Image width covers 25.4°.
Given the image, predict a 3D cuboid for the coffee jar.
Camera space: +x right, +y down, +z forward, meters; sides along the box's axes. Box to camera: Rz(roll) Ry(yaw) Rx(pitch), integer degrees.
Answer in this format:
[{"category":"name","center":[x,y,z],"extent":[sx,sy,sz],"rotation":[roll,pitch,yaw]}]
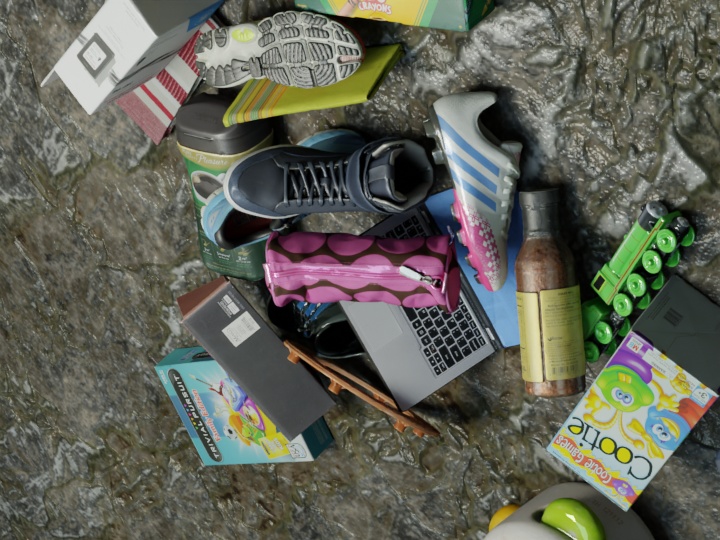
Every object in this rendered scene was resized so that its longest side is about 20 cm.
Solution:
[{"category":"coffee jar","center":[-0.138,-0.095,1.751],"extent":[0.104,0.085,0.201],"rotation":[15,129,33]}]

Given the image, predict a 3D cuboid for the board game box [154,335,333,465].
[{"category":"board game box","center":[-0.146,0.165,1.973],"extent":[0.199,0.047,0.152],"rotation":[-9,113,42]}]

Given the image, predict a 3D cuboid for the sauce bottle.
[{"category":"sauce bottle","center":[0.184,0.021,1.557],"extent":[0.066,0.066,0.202],"rotation":[2,98,38]}]

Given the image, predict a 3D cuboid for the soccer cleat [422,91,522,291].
[{"category":"soccer cleat","center":[0.125,-0.078,1.549],"extent":[0.086,0.070,0.201],"rotation":[-17,106,5]}]

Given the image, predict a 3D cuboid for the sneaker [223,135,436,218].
[{"category":"sneaker","center":[-0.025,-0.091,1.558],"extent":[0.146,0.201,0.078],"rotation":[179,89,-74]}]

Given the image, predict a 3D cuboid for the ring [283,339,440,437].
[{"category":"ring","center":[-0.001,0.134,1.754],"extent":[0.200,0.019,0.200],"rotation":[32,180,0]}]

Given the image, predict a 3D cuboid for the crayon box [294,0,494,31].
[{"category":"crayon box","center":[0.024,-0.299,1.492],"extent":[0.199,0.058,0.120],"rotation":[13,127,32]}]

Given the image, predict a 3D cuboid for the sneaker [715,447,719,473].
[{"category":"sneaker","center":[0.391,0.120,1.503],"extent":[0.082,0.070,0.200],"rotation":[56,137,16]}]

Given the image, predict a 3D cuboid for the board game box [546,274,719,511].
[{"category":"board game box","center":[0.282,0.122,1.552],"extent":[0.103,0.105,0.201],"rotation":[37,137,11]}]

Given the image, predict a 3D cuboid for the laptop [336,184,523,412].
[{"category":"laptop","center":[0.093,0.024,1.633],"extent":[0.188,0.199,0.116],"rotation":[60,170,-12]}]

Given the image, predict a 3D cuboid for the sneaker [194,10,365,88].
[{"category":"sneaker","center":[-0.074,-0.229,1.604],"extent":[0.199,0.085,0.078],"rotation":[5,112,33]}]

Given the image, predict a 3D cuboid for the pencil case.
[{"category":"pencil case","center":[0.000,0.000,1.586],"extent":[0.198,0.094,0.092],"rotation":[0,109,11]}]

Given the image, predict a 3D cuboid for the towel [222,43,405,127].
[{"category":"towel","center":[-0.050,-0.185,1.616],"extent":[0.199,0.086,0.018],"rotation":[-4,133,40]}]

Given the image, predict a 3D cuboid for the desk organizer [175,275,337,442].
[{"category":"desk organizer","center":[-0.120,0.092,1.815],"extent":[0.200,0.072,0.077],"rotation":[50,-179,-24]}]

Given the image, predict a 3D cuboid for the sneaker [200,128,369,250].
[{"category":"sneaker","center":[-0.071,-0.073,1.659],"extent":[0.199,0.090,0.079],"rotation":[-30,112,4]}]

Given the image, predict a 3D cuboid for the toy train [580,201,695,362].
[{"category":"toy train","center":[0.256,0.011,1.539],"extent":[0.056,0.042,0.201],"rotation":[50,136,25]}]

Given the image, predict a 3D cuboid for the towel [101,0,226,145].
[{"category":"towel","center":[-0.231,-0.250,1.764],"extent":[0.144,0.023,0.200],"rotation":[46,136,6]}]

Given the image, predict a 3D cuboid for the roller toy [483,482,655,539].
[{"category":"roller toy","center":[0.228,0.330,1.720],"extent":[0.200,0.139,0.183],"rotation":[-29,89,49]}]

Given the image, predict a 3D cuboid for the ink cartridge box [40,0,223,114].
[{"category":"ink cartridge box","center":[-0.242,-0.239,1.683],"extent":[0.067,0.116,0.200],"rotation":[51,136,-1]}]

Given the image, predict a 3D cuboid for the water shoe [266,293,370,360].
[{"category":"water shoe","center":[-0.041,0.056,1.785],"extent":[0.199,0.079,0.072],"rotation":[2,121,38]}]
